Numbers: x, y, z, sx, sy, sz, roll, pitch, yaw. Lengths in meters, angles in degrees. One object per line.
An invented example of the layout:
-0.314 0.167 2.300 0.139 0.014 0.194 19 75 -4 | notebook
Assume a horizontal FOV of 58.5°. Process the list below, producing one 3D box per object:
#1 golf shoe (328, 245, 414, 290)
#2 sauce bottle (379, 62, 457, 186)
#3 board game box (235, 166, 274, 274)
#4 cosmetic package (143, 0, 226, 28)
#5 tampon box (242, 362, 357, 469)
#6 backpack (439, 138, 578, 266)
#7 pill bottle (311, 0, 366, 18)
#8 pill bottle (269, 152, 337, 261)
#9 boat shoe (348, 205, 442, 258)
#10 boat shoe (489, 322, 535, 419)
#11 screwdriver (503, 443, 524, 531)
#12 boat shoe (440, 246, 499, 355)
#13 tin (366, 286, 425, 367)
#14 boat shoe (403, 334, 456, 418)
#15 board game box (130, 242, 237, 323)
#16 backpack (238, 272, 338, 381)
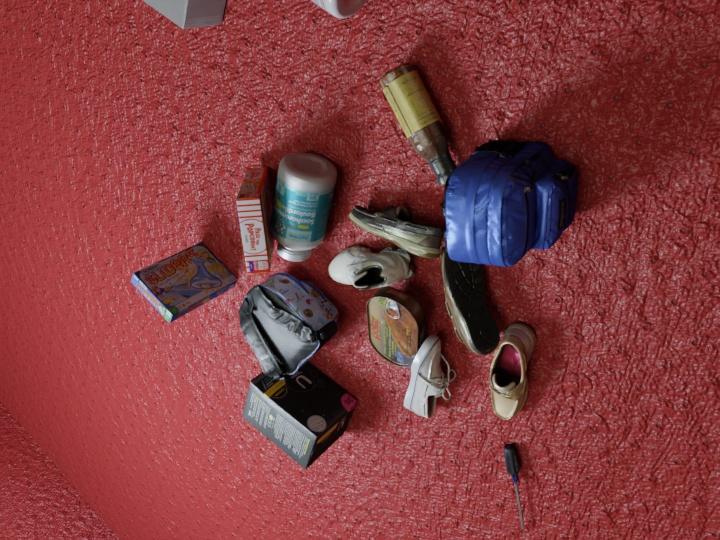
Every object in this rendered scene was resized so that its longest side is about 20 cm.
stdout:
0.000 0.000 1.225 0.200 0.097 0.078 -8 109 41 | golf shoe
0.101 -0.234 1.046 0.066 0.066 0.200 -20 100 42 | sauce bottle
-0.204 -0.104 1.271 0.046 0.200 0.152 -5 116 -2 | board game box
-0.357 -0.544 1.216 0.200 0.107 0.090 41 131 16 | cosmetic package
-0.139 0.312 1.459 0.200 0.150 0.126 34 130 19 | tampon box
0.214 -0.100 0.934 0.168 0.200 0.163 7 116 36 | backpack
-0.079 -0.497 1.017 0.200 0.112 0.112 39 131 16 | pill bottle
-0.114 -0.117 1.244 0.111 0.111 0.200 30 128 22 | pill bottle
0.067 -0.084 1.152 0.201 0.072 0.066 29 108 35 | boat shoe
0.258 0.189 1.139 0.074 0.069 0.200 18 122 30 | boat shoe
0.307 0.425 1.257 0.028 0.029 0.200 0 116 37 | screwdriver
0.178 0.052 1.127 0.074 0.076 0.200 169 85 -70 | boat shoe
0.068 0.110 1.233 0.112 0.042 0.200 20 141 20 | tin
0.142 0.216 1.241 0.086 0.075 0.202 29 130 24 | boat shoe
-0.402 0.023 1.480 0.135 0.200 0.034 43 132 11 | board game box
-0.155 0.100 1.362 0.190 0.154 0.200 44 126 0 | backpack
